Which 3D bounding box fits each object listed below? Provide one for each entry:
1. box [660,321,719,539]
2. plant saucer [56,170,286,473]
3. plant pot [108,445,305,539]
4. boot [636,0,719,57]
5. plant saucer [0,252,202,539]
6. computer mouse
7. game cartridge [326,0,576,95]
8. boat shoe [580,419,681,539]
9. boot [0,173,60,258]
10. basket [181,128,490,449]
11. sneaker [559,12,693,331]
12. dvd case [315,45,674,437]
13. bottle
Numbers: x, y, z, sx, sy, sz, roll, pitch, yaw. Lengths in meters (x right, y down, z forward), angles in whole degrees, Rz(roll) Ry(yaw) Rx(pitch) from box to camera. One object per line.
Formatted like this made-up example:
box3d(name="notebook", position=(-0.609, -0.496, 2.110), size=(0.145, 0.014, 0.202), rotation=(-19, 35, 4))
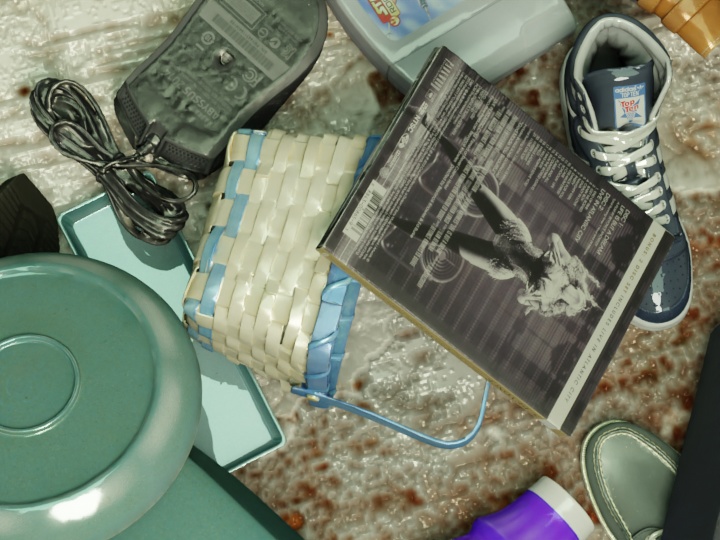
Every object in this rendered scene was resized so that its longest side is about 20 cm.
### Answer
box3d(name="box", position=(0.291, 0.130, 1.266), size=(0.181, 0.104, 0.201), rotation=(23, 60, -5))
box3d(name="plant saucer", position=(-0.122, 0.039, 1.349), size=(0.069, 0.019, 0.201), rotation=(-26, 80, -8))
box3d(name="plant pot", position=(-0.129, 0.165, 1.252), size=(0.141, 0.141, 0.200), rotation=(-45, 75, -1))
box3d(name="boot", position=(0.178, -0.200, 1.372), size=(0.199, 0.074, 0.155), rotation=(-33, 87, -25))
box3d(name="plant saucer", position=(-0.190, 0.070, 1.205), size=(0.198, 0.028, 0.202), rotation=(-1, 58, 1))
box3d(name="computer mouse", position=(-0.105, -0.120, 1.369), size=(0.200, 0.053, 0.139), rotation=(-42, 78, -9))
box3d(name="game cartridge", position=(0.037, -0.209, 1.405), size=(0.133, 0.042, 0.201), rotation=(-31, 80, -13))
box3d(name="boat shoe", position=(0.208, 0.175, 1.308), size=(0.072, 0.062, 0.201), rotation=(-32, 79, -7))
box3d(name="boot", position=(-0.273, 0.034, 1.320), size=(0.137, 0.078, 0.201), rotation=(-16, 40, 29))
box3d(name="basket", position=(0.000, 0.000, 1.299), size=(0.198, 0.139, 0.178), rotation=(16, 75, 9))
box3d(name="sneaker", position=(0.171, -0.066, 1.338), size=(0.069, 0.109, 0.202), rotation=(-12, 78, -4))
box3d(name="dvd case", position=(0.085, -0.017, 1.267), size=(0.199, 0.016, 0.149), rotation=(37, 71, -19))
box3d(name="bottle", position=(0.059, 0.212, 1.292), size=(0.200, 0.065, 0.084), rotation=(-43, 81, -11))
